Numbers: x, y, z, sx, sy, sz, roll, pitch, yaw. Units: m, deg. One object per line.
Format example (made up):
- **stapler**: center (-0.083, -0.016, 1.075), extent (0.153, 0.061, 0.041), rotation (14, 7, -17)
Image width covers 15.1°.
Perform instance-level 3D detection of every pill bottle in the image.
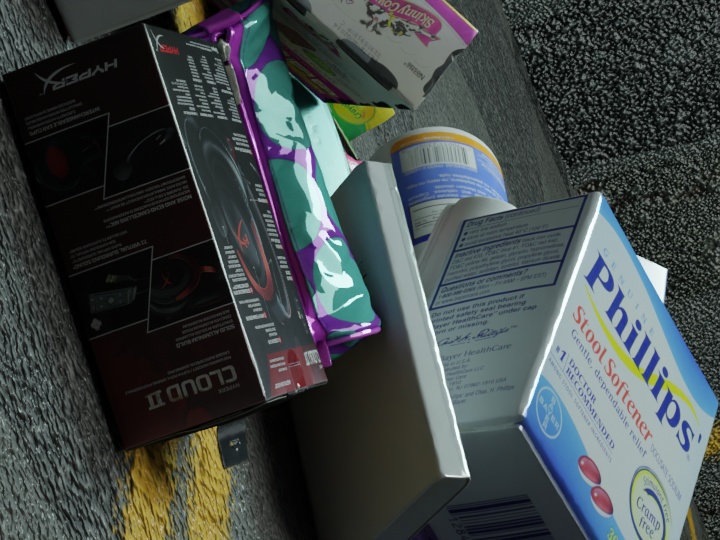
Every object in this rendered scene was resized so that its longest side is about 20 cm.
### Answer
- **pill bottle**: center (0.061, -0.002, 1.970), extent (0.201, 0.111, 0.112), rotation (-98, 165, -47)

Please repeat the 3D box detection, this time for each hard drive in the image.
- **hard drive**: center (0.000, 0.058, 1.522), extent (0.026, 0.132, 0.201), rotation (5, 56, -31)

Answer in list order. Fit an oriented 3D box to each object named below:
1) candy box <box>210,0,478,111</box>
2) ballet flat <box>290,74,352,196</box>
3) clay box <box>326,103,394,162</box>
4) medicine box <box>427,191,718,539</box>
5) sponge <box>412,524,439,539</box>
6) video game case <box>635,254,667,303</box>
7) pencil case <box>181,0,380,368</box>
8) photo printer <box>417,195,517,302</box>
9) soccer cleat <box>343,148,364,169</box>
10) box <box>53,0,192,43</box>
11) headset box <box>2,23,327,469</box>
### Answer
- **candy box**: center (-0.026, -0.158, 1.546), extent (0.136, 0.061, 0.200), rotation (41, -6, -15)
- **ballet flat**: center (-0.023, -0.022, 1.649), extent (0.068, 0.068, 0.201), rotation (-2, 64, -41)
- **clay box**: center (-0.041, -0.169, 1.760), extent (0.200, 0.047, 0.115), rotation (58, -1, 38)
- **medicine box**: center (0.116, 0.089, 1.615), extent (0.183, 0.102, 0.201), rotation (57, 38, -30)
- **sponge**: center (0.044, 0.160, 1.621), extent (0.111, 0.030, 0.201), rotation (-20, 97, -46)
- **video game case**: center (0.136, 0.108, 1.882), extent (0.045, 0.200, 0.182), rotation (22, 56, -18)
- **pencil case**: center (-0.057, -0.042, 1.469), extent (0.092, 0.085, 0.201), rotation (172, -101, -84)
- **photo printer**: center (0.064, 0.078, 1.764), extent (0.167, 0.069, 0.201), rotation (73, 33, -45)
- **soccer cleat**: center (0.000, 0.000, 1.753), extent (0.200, 0.069, 0.087), rotation (57, 23, -50)
- **box**: center (-0.135, -0.237, 1.363), extent (0.125, 0.097, 0.201), rotation (-87, 155, -66)
- **headset box**: center (-0.085, -0.006, 1.271), extent (0.149, 0.075, 0.201), rotation (-10, 81, -80)
